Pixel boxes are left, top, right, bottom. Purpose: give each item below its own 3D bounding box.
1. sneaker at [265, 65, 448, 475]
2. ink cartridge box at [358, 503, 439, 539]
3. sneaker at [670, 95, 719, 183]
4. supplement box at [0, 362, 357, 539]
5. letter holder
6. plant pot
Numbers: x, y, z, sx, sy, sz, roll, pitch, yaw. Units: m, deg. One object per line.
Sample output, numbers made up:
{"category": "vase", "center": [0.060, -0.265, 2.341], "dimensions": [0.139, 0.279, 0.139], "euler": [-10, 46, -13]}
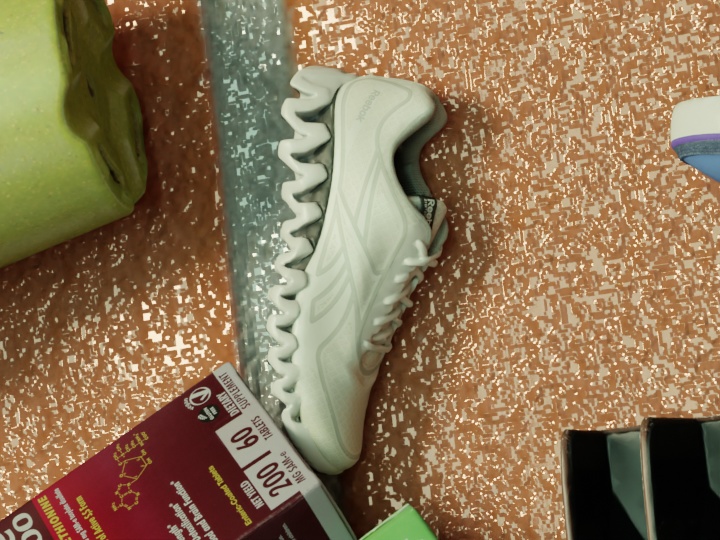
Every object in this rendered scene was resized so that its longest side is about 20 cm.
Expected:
{"category": "sneaker", "center": [0.000, 0.000, 1.113], "dimensions": [0.081, 0.075, 0.201], "euler": [2, 87, 13]}
{"category": "ink cartridge box", "center": [-0.012, 0.230, 1.056], "dimensions": [0.200, 0.084, 0.146], "euler": [-35, 73, -6]}
{"category": "sneaker", "center": [0.219, 0.011, 1.013], "dimensions": [0.199, 0.081, 0.147], "euler": [14, 87, 17]}
{"category": "supplement box", "center": [-0.112, 0.145, 1.092], "dimensions": [0.200, 0.061, 0.109], "euler": [-35, 42, -7]}
{"category": "letter holder", "center": [0.144, 0.164, 0.999], "dimensions": [0.100, 0.142, 0.201], "euler": [-9, 83, 21]}
{"category": "plant pot", "center": [-0.213, -0.071, 1.143], "dimensions": [0.183, 0.200, 0.201], "euler": [-15, 80, 9]}
